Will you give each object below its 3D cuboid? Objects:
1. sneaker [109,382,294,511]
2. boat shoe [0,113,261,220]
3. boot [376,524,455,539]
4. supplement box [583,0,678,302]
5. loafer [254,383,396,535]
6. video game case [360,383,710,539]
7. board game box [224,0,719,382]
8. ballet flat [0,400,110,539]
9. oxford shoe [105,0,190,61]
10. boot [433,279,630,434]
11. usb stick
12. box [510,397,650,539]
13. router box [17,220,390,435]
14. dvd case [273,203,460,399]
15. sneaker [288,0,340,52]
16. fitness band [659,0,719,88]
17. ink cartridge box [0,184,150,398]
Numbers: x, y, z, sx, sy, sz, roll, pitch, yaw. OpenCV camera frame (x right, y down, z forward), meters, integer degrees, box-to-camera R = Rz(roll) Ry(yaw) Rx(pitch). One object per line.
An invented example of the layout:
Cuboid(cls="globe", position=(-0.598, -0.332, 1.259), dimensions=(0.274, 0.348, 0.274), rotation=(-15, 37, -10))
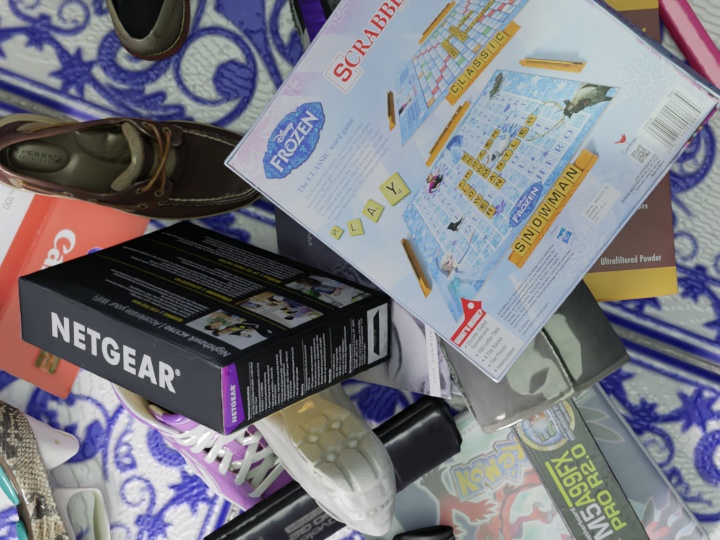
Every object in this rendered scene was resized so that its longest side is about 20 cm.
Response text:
Cuboid(cls="sneaker", position=(-0.100, 0.114, 1.215), dimensions=(0.200, 0.114, 0.073), rotation=(39, 91, -4))
Cuboid(cls="boat shoe", position=(-0.156, -0.072, 1.213), dimensions=(0.200, 0.072, 0.072), rotation=(8, 94, -15))
Cuboid(cls="boot", position=(-0.004, 0.263, 1.241), dimensions=(0.200, 0.070, 0.132), rotation=(-26, 92, 3))
Cuboid(cls="supplement box", position=(0.120, -0.081, 1.159), dimensions=(0.132, 0.200, 0.198), rotation=(-4, 92, 1))
Cuboid(cls="loafer", position=(-0.035, 0.103, 1.179), dimensions=(0.070, 0.200, 0.070), rotation=(-25, 128, -10))
Cuboid(cls="video game case", position=(0.118, 0.179, 1.260), dimensions=(0.200, 0.023, 0.182), rotation=(-36, 92, 2))
Cuboid(cls="board game box", position=(0.061, -0.078, 0.977), dimensions=(0.199, 0.041, 0.200), rotation=(39, 106, 5))
Cuboid(cls="ballet flat", position=(-0.221, 0.161, 1.250), dimensions=(0.075, 0.068, 0.200), rotation=(-23, 98, -20))
Cuboid(cls="oxford shoe", position=(-0.151, -0.247, 1.217), dimensions=(0.070, 0.075, 0.200), rotation=(-10, 93, 1))
Cuboid(cls="boot", position=(0.098, -0.029, 1.027), dimensions=(0.182, 0.073, 0.200), rotation=(-33, 84, 17))
Cuboid(cls="usb stick", position=(-0.019, 0.153, 1.215), dimensions=(0.200, 0.033, 0.056), rotation=(-32, 130, -7))
Cuboid(cls="box", position=(0.129, 0.116, 1.167), dimensions=(0.044, 0.160, 0.200), rotation=(-29, 93, 1))
Cuboid(cls="router box", position=(-0.102, 0.031, 1.146), dimensions=(0.200, 0.149, 0.051), rotation=(20, 119, 40))
Cuboid(cls="dvd case", position=(0.000, 0.000, 1.173), dimensions=(0.016, 0.200, 0.149), rotation=(-9, 98, -33))
Cuboid(cls="sneaker", position=(-0.002, -0.165, 1.158), dimensions=(0.069, 0.100, 0.200), rotation=(-14, 52, -16))
Cuboid(cls="fitness band", position=(0.286, -0.190, 1.235), dimensions=(0.143, 0.037, 0.200), rotation=(-34, 91, 2))
Cuboid(cls="ink cartridge box", position=(-0.268, -0.021, 1.244), dimensions=(0.200, 0.057, 0.163), rotation=(26, 92, 4))
